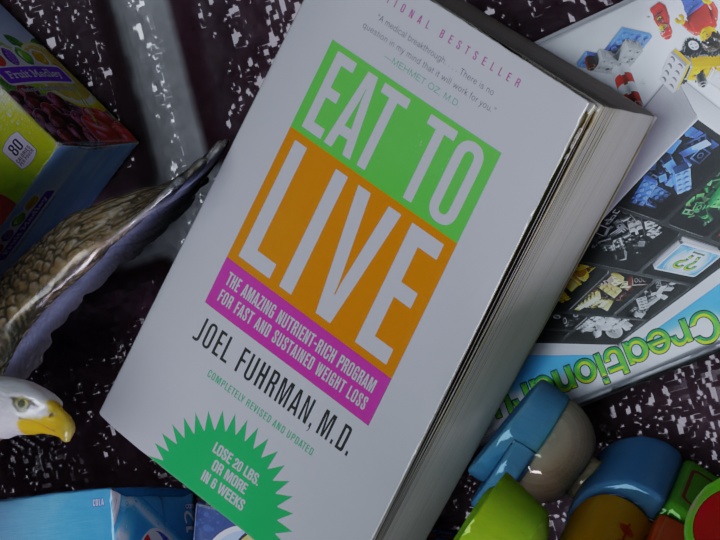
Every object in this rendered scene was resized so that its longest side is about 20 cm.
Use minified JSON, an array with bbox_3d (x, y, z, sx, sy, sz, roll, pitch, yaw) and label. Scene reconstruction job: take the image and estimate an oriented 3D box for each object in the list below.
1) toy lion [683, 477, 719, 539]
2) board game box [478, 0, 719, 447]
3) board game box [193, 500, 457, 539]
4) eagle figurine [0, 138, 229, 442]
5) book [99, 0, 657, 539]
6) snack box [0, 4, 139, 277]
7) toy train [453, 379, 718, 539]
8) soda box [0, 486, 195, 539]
[{"bbox_3d":[0.202,0.092,0.875,0.192,0.069,0.200,33,65,32],"label":"toy lion"},{"bbox_3d":[0.073,-0.017,1.032,0.200,0.035,0.126,-23,83,25],"label":"board game box"},{"bbox_3d":[-0.005,0.193,1.084,0.135,0.034,0.200,8,98,25],"label":"board game box"},{"bbox_3d":[-0.146,0.022,1.042,0.151,0.152,0.200,15,88,10],"label":"eagle figurine"},{"bbox_3d":[0.000,0.000,1.024,0.134,0.048,0.200,35,106,31],"label":"book"},{"bbox_3d":[-0.214,-0.054,1.148,0.200,0.068,0.169,44,110,17],"label":"snack box"},{"bbox_3d":[0.076,0.110,0.936,0.116,0.200,0.085,34,116,2],"label":"toy train"},{"bbox_3d":[-0.164,0.128,1.135,0.200,0.064,0.068,-8,83,26],"label":"soda box"}]
